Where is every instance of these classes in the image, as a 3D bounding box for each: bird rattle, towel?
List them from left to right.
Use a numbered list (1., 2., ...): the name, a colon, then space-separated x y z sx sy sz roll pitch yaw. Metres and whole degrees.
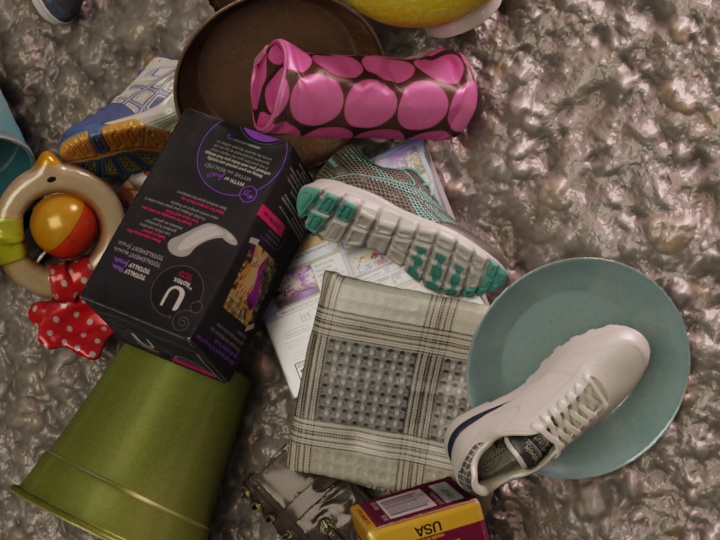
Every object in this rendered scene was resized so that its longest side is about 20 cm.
1. bird rattle: -0.293 -0.019 1.616 0.200 0.113 0.163 37 95 -12
2. towel: 0.044 0.112 1.510 0.199 0.035 0.194 12 99 0

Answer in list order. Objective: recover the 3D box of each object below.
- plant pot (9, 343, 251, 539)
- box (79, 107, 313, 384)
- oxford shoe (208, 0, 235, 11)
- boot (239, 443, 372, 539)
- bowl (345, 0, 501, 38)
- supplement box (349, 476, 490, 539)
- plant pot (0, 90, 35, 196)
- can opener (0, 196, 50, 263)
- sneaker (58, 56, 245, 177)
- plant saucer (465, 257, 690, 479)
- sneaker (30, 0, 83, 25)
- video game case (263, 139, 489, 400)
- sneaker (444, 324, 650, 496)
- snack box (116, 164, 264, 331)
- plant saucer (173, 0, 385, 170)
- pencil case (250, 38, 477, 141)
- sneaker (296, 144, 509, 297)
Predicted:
1. plant pot: -0.194 0.161 1.570 0.199 0.200 0.191 22 80 19
2. box: -0.137 -0.022 1.498 0.122 0.106 0.201 20 71 24
3. oxford shoe: -0.135 -0.287 1.632 0.199 0.073 0.085 25 96 20
4. boot: -0.050 0.257 1.563 0.174 0.069 0.200 43 89 18
5. bowl: 0.073 -0.277 1.528 0.199 0.201 0.108 -20 122 16
6. supplement box: 0.069 0.293 1.448 0.103 0.131 0.201 -15 94 -7
7. plant pot: -0.447 -0.157 1.672 0.199 0.200 0.189 -29 70 15
8. can opener: -0.387 -0.006 1.699 0.200 0.063 0.079 -40 75 11
9. sneaker: -0.200 -0.158 1.639 0.199 0.075 0.089 -19 58 -2
10. plant saucer: 0.187 0.082 1.477 0.199 0.039 0.203 -2 104 -7
11. sneaker: -0.260 -0.347 1.658 0.146 0.077 0.204 0 85 40
12. video game case: 0.000 0.000 1.562 0.199 0.045 0.182 -22 80 7
13. sneaker: 0.165 0.123 1.424 0.200 0.081 0.077 -37 104 2
14. snack box: -0.155 -0.026 1.641 0.200 0.024 0.072 42 96 17
15. plant saucer: -0.075 -0.179 1.564 0.200 0.200 0.037 -32 39 14
16. pencil case: -0.001 -0.163 1.505 0.091 0.199 0.094 -44 51 55
17. sneaker: 0.047 -0.051 1.501 0.199 0.078 0.092 27 52 -4
